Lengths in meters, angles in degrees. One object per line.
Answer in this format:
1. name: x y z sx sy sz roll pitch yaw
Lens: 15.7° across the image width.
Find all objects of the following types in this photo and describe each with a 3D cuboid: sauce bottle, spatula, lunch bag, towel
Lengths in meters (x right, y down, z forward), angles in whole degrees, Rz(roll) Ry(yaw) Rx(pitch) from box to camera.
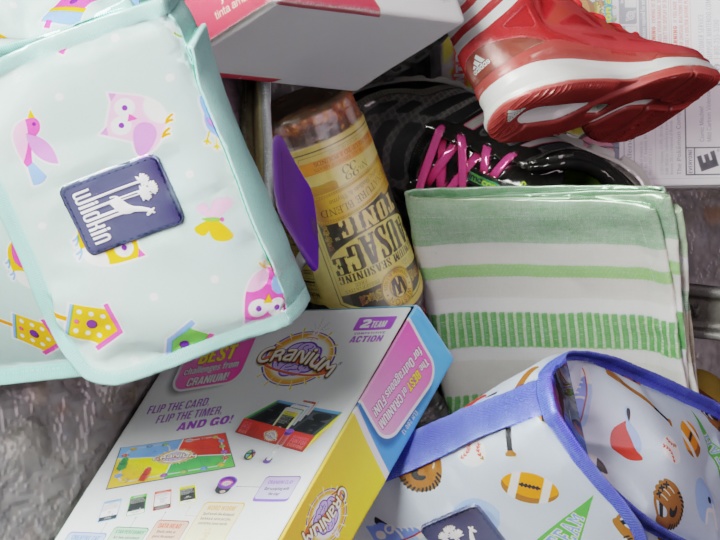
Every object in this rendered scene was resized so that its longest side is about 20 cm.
1. sauce bottle: 0.000 0.000 1.408 0.066 0.066 0.201 -40 115 -43
2. spatula: -0.030 0.006 1.350 0.200 0.020 0.057 87 -1 -54
3. lunch bag: -0.127 -0.043 1.163 0.122 0.199 0.171 -43 120 -42
4. lunch bag: 0.084 0.122 1.329 0.200 0.170 0.124 29 43 -48
5. towel: 0.110 0.047 1.417 0.023 0.152 0.201 -57 141 -56

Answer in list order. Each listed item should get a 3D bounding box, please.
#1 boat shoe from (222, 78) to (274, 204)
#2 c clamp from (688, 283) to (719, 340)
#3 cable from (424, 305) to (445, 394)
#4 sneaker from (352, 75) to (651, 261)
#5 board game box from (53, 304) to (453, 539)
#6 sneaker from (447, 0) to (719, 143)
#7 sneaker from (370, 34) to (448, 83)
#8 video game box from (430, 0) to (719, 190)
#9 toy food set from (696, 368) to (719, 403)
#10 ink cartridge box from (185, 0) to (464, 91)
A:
1. boat shoe: -0.070 -0.085 1.335 0.074 0.065 0.203 12 78 -49
2. c clamp: 0.171 0.084 1.446 0.027 0.199 0.171 -50 148 -59
3. cable: 0.085 0.058 1.484 0.200 0.050 0.097 43 59 -11
4. sneaker: 0.076 -0.051 1.432 0.199 0.087 0.074 18 104 -13
5. board game box: -0.062 0.103 1.269 0.040 0.153 0.200 55 51 -32
6. sneaker: 0.116 -0.135 1.417 0.200 0.078 0.116 -3 63 -56
7. sneaker: 0.023 -0.190 1.448 0.074 0.087 0.200 40 78 -43
8. video game box: 0.130 -0.143 1.511 0.181 0.047 0.201 -1 89 -11
9. toy food set: 0.197 0.051 1.528 0.060 0.200 0.144 -54 175 4
10. ink cartridge box: -0.048 -0.200 1.300 0.145 0.083 0.201 0 67 -48
